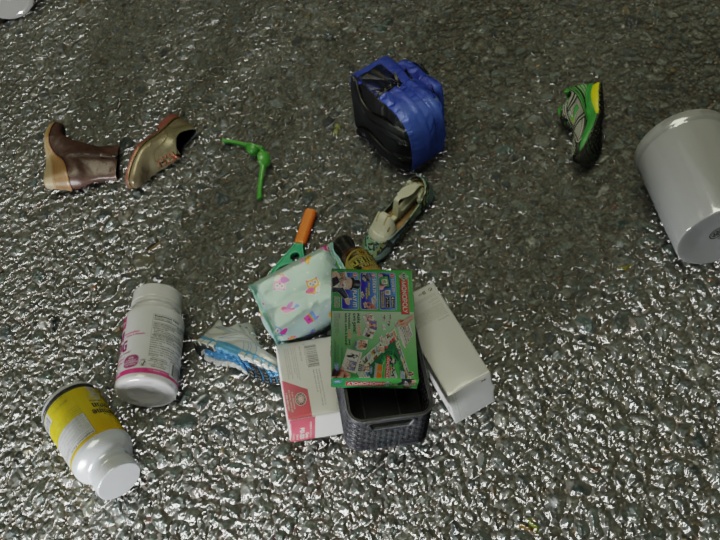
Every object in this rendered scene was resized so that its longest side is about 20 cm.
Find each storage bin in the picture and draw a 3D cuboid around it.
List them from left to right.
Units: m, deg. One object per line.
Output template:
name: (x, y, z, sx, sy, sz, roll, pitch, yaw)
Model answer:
storage bin: (0.029, 0.165, 1.431, 0.132, 0.095, 0.203, -6, 54, -8)

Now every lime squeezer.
lime squeezer: (-0.226, -0.234, 1.917, 0.071, 0.037, 0.201, -49, 53, 20)

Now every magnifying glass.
magnifying glass: (-0.123, -0.032, 1.755, 0.078, 0.023, 0.203, 6, 59, 19)

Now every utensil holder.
utensil holder: (0.573, -0.139, 1.540, 0.166, 0.171, 0.203, -14, 56, 6)

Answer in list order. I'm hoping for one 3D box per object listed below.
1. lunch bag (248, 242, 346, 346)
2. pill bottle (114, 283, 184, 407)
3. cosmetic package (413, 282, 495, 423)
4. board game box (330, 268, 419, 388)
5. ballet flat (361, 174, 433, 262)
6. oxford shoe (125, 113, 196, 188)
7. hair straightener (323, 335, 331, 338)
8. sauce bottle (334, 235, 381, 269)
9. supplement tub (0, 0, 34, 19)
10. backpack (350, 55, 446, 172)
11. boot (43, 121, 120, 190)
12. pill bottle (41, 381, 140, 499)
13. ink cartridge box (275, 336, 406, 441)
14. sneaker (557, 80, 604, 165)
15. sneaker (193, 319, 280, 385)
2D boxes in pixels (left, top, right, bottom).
lunch bag: (-0.091, 0.058, 1.583, 0.168, 0.200, 0.124, -27, 72, -6)
pill bottle: (-0.380, 0.134, 1.662, 0.111, 0.114, 0.204, -8, 55, 10)
cosmetic package: (0.141, 0.135, 1.519, 0.084, 0.108, 0.202, -26, 53, -4)
board game box: (0.019, 0.087, 1.413, 0.131, 0.029, 0.203, 2, 53, -3)
ballet flat: (0.062, -0.104, 1.722, 0.073, 0.075, 0.201, 28, 69, 29)
oxford shoe: (-0.428, -0.252, 1.958, 0.074, 0.071, 0.202, 23, 67, 21)
hair straightener: (-0.034, 0.115, 1.599, 0.196, 0.077, 0.042, -19, 55, 3)
sauce bottle: (0.000, 0.000, 1.652, 0.064, 0.065, 0.201, -30, 38, -6)
supplement tub: (-0.937, -0.774, 2.400, 0.138, 0.141, 0.202, -22, 54, 0)
backpack: (0.089, -0.312, 1.794, 0.166, 0.164, 0.201, -32, 54, -11)
boot: (-0.616, -0.260, 2.032, 0.162, 0.073, 0.203, -9, 53, -5)
pill bottle: (-0.463, 0.296, 1.580, 0.112, 0.113, 0.200, -39, 56, -12)
ink cartridge box: (-0.033, 0.189, 1.519, 0.195, 0.086, 0.148, -9, 54, -7)
sneaker: (0.418, -0.276, 1.739, 0.083, 0.079, 0.203, -3, 48, 22)
sneaker: (-0.201, 0.136, 1.639, 0.197, 0.076, 0.087, 19, 55, 24)
